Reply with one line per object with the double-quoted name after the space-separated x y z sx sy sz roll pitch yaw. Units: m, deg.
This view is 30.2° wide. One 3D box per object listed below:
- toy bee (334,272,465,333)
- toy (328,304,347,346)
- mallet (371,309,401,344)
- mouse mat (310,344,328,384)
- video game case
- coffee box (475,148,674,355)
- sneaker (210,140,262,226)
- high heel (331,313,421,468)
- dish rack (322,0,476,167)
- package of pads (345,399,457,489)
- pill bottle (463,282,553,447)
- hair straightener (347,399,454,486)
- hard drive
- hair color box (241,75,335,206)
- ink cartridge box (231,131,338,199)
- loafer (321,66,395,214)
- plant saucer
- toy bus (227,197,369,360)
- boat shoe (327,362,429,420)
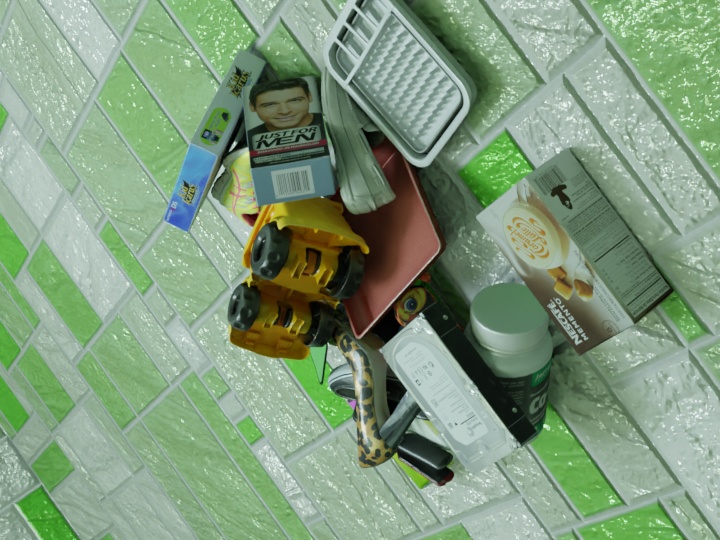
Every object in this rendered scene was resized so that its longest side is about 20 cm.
0.085 0.063 1.747 0.200 0.109 0.131 26 -176 -30 "toy bee"
-0.047 0.070 1.909 0.115 0.047 0.200 46 168 19 "toy"
0.002 0.031 1.895 0.200 0.066 0.041 44 177 44 "mallet"
-0.077 0.045 1.852 0.161 0.008 0.200 100 153 -63 "mouse mat"
-0.203 -0.177 1.838 0.045 0.181 0.200 26 145 -5 "video game case"
0.239 -0.019 1.497 0.200 0.080 0.114 54 148 2 "coffee box"
-0.142 -0.124 1.834 0.090 0.078 0.200 51 157 8 "sneaker"
-0.011 0.159 1.771 0.200 0.071 0.143 43 110 29 "high heel"
0.051 -0.236 1.582 0.200 0.044 0.172 50 146 8 "dish rack"
0.069 0.204 1.929 0.200 0.068 0.155 49 148 9 "package of pads"
0.181 0.120 1.666 0.113 0.113 0.200 32 141 32 "pill bottle"
0.053 0.223 1.876 0.200 0.041 0.077 35 143 36 "hair straightener"
0.116 0.148 1.638 0.200 0.038 0.140 53 149 5 "hard drive"
-0.093 -0.167 1.684 0.200 0.099 0.061 -102 3 -53 "hair color box"
-0.106 -0.112 1.899 0.200 0.041 0.200 53 148 4 "ink cartridge box"
-0.004 -0.167 1.666 0.070 0.070 0.200 61 -164 -75 "loafer"
0.029 -0.047 1.687 0.200 0.037 0.200 -50 49 40 "plant saucer"
-0.098 -0.013 1.726 0.200 0.136 0.192 -62 29 26 "toy bus"
0.035 0.169 1.810 0.200 0.071 0.072 -1 150 35 "boat shoe"
